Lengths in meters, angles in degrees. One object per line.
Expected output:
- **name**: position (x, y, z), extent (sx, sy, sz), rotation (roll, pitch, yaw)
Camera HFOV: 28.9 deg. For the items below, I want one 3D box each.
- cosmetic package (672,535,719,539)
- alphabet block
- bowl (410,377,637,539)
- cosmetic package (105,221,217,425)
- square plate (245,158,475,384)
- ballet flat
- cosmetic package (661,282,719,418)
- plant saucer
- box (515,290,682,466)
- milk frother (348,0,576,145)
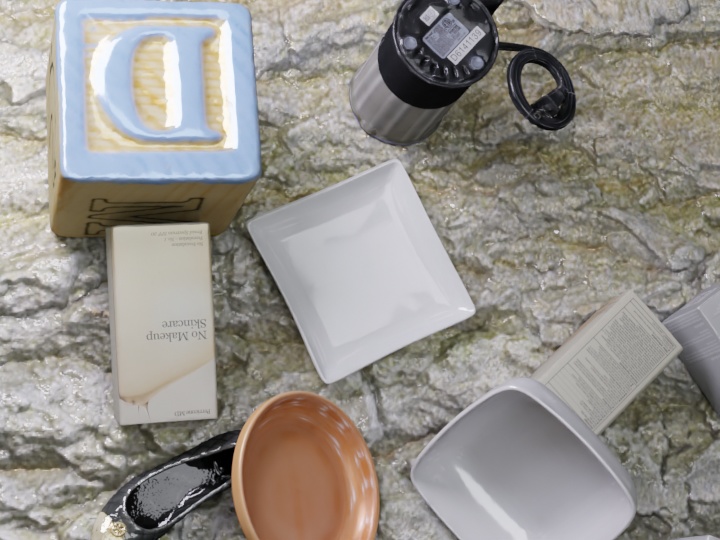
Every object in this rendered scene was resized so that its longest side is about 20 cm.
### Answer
- **cosmetic package**: position (0.336, 0.341, 1.449), extent (0.090, 0.200, 0.107), rotation (22, 74, -6)
- **alphabet block**: position (-0.218, -0.151, 1.435), extent (0.196, 0.200, 0.195), rotation (1, 75, -16)
- **bowl**: position (0.177, 0.215, 1.467), extent (0.200, 0.200, 0.075), rotation (46, 34, 2)
- **cosmetic package**: position (-0.203, 0.052, 1.425), extent (0.103, 0.073, 0.200), rotation (-4, 92, -15)
- **square plate**: position (0.000, 0.000, 1.546), extent (0.198, 0.028, 0.200), rotation (-24, 83, -20)
- **ballet flat**: position (-0.188, 0.220, 1.419), extent (0.200, 0.057, 0.066), rotation (-33, 85, -21)
- **cosmetic package**: position (0.444, 0.115, 1.597), extent (0.090, 0.107, 0.200), rotation (-34, 88, -20)
- **plant saucer**: position (-0.060, 0.224, 1.425), extent (0.200, 0.037, 0.200), rotation (21, 60, -43)
- **box**: position (0.252, 0.124, 1.555), extent (0.200, 0.078, 0.095), rotation (-40, 89, -21)
- **milk frother**: position (0.113, -0.201, 1.545), extent (0.180, 0.188, 0.200), rotation (-29, 85, -19)
